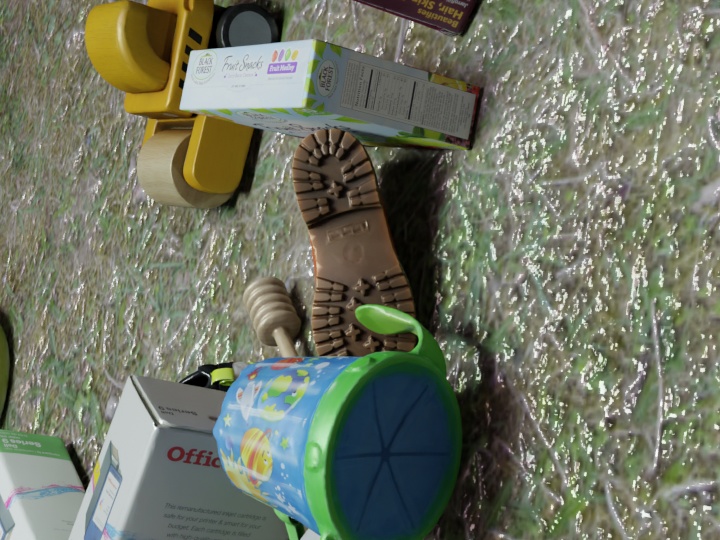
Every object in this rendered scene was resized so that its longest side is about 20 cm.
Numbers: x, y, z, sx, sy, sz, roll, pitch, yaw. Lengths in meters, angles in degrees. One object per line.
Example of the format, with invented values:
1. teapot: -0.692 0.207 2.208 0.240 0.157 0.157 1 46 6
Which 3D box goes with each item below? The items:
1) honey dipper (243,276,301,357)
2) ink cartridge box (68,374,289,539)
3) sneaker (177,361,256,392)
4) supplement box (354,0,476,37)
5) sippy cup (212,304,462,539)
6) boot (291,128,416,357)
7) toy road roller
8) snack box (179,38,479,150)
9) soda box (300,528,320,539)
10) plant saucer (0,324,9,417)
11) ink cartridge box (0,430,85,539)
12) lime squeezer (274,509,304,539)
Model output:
1. honey dipper: -0.048 0.084 1.292 0.038 0.038 0.200 -58 38 29
2. ink cartridge box: -0.136 0.195 1.288 0.088 0.145 0.200 48 121 55
3. sneaker: -0.145 0.118 1.391 0.200 0.083 0.072 -40 47 46
4. supplement box: 0.044 -0.290 1.188 0.200 0.131 0.103 -63 33 22
5. sippy cup: -0.023 0.114 1.114 0.130 0.178 0.140 7 116 43
6. boot: 0.000 0.000 1.221 0.107 0.075 0.201 26 -125 -85
7. toy road roller: -0.174 -0.163 1.478 0.123 0.146 0.201 7 85 59
8. snack box: -0.027 -0.128 1.231 0.200 0.142 0.053 8 86 59
9. soda box: -0.042 0.266 1.187 0.200 0.068 0.064 -55 38 31
10. plant saucer: -0.450 0.137 1.931 0.200 0.031 0.201 -29 55 52
11. ink cartridge box: -0.324 0.270 1.611 0.200 0.087 0.146 49 120 51
12. lime squeezer: -0.025 0.161 1.203 0.071 0.038 0.200 45 119 26
